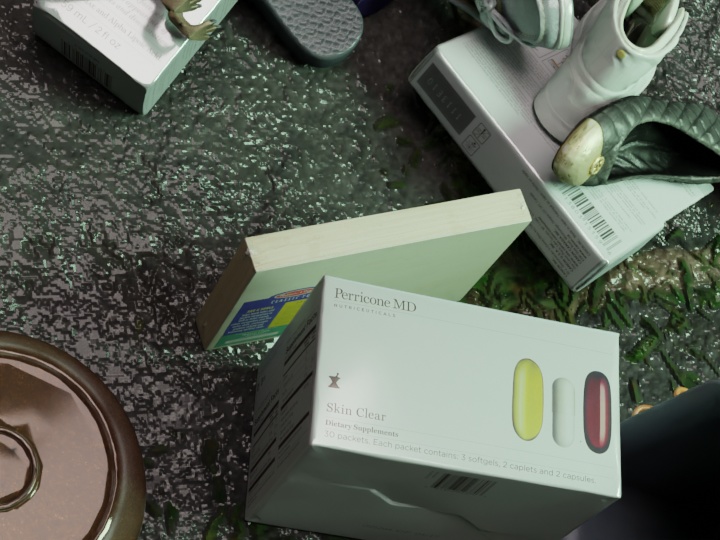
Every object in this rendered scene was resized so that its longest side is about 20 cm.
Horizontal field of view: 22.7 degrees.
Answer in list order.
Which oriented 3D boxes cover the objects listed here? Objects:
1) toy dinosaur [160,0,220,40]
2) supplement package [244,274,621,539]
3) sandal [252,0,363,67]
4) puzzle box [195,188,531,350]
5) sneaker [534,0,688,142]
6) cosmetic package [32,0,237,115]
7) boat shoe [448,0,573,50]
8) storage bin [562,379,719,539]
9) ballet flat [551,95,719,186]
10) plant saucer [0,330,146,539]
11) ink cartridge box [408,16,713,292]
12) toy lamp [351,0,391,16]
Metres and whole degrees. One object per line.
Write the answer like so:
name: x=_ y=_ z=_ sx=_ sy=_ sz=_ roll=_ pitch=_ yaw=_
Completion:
toy dinosaur: x=-0.127 y=-0.205 z=1.180 sx=0.199 sy=0.058 sz=0.102 roll=-21 pitch=68 yaw=-21
supplement package: x=0.044 y=0.099 z=1.133 sx=0.198 sy=0.156 sz=0.112 roll=11 pitch=63 yaw=-15
sandal: x=-0.075 y=-0.232 z=1.312 sx=0.076 sy=0.043 sz=0.201 roll=-30 pitch=85 yaw=-19
puzzle box: x=0.000 y=0.000 z=1.175 sx=0.198 sy=0.133 sz=0.026 roll=-10 pitch=70 yaw=-25
sneaker: x=0.206 y=-0.178 z=1.322 sx=0.073 sy=0.116 sz=0.200 roll=39 pitch=40 yaw=-3
cosmetic package: x=-0.127 y=-0.218 z=1.238 sx=0.101 sy=0.074 sz=0.201 roll=36 pitch=76 yaw=-2
boat shoe: x=0.087 y=-0.213 z=1.305 sx=0.064 sy=0.075 sz=0.202 roll=-20 pitch=42 yaw=-20
storage bin: x=0.230 y=0.160 z=1.163 sx=0.133 sy=0.200 sz=0.147 roll=18 pitch=61 yaw=-24
ballet flat: x=0.209 y=-0.088 z=1.283 sx=0.199 sy=0.067 sz=0.057 roll=-10 pitch=50 yaw=-45
plant saucer: x=-0.225 y=0.124 z=1.092 sx=0.198 sy=0.035 sz=0.202 roll=8 pitch=63 yaw=-16
ink cartridge box: x=0.152 y=-0.100 z=1.332 sx=0.201 sy=0.044 sz=0.173 roll=52 pitch=40 yaw=8
toy lamp: x=-0.037 y=-0.286 z=1.337 sx=0.058 sy=0.058 sz=0.201 roll=-29 pitch=78 yaw=-29
